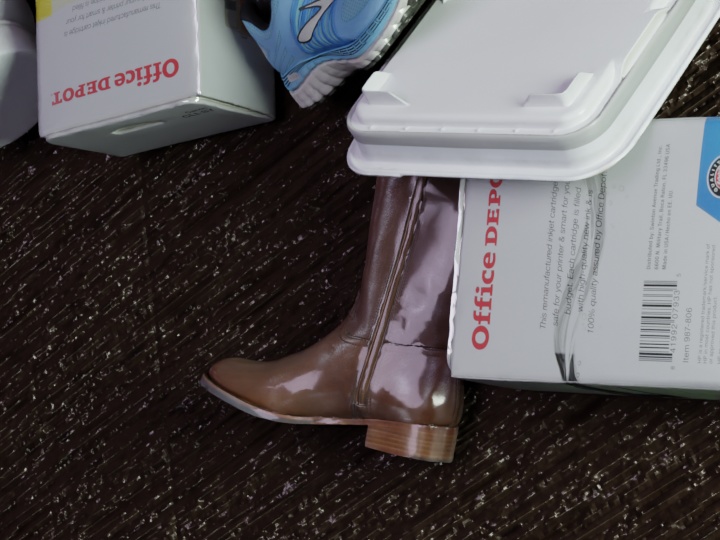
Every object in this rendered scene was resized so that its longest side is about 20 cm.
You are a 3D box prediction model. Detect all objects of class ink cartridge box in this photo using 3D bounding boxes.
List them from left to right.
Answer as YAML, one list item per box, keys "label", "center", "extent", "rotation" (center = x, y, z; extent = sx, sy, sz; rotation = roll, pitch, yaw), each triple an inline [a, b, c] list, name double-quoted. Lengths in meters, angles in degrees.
- label: "ink cartridge box"
  center: [-0.137, -0.187, 1.562]
  extent: [0.145, 0.083, 0.201]
  rotation: [-11, 76, 36]
- label: "ink cartridge box"
  center: [0.154, -0.005, 1.307]
  extent: [0.199, 0.084, 0.145]
  rotation: [1, 82, 38]

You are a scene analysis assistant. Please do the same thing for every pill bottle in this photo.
- label: "pill bottle"
  center: [-0.299, -0.184, 1.683]
  extent: [0.114, 0.114, 0.200]
  rotation: [-50, 56, 22]

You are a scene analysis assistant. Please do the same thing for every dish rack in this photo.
- label: "dish rack"
  center: [0.091, -0.123, 1.340]
  extent: [0.199, 0.044, 0.172]
  rotation: [5, 47, 41]

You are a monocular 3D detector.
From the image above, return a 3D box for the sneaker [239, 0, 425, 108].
- label: "sneaker"
  center: [-0.017, -0.166, 1.420]
  extent: [0.078, 0.090, 0.200]
  rotation: [-55, 12, -32]

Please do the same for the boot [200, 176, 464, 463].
- label: "boot"
  center: [0.000, 0.000, 1.443]
  extent: [0.186, 0.064, 0.201]
  rotation: [12, 94, 26]
